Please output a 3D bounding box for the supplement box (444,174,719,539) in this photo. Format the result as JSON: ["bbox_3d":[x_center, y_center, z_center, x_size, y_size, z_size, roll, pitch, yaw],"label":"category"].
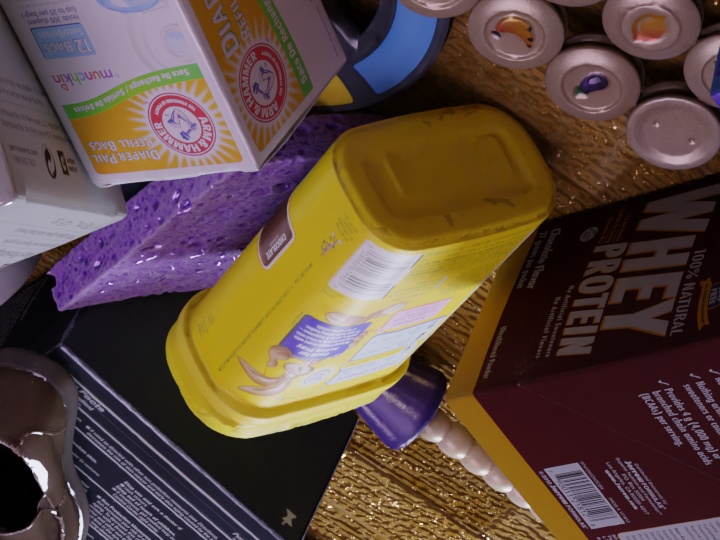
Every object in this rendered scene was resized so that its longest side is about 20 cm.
[{"bbox_3d":[0.193,0.068,1.288,0.200,0.133,0.197,-15,125,38],"label":"supplement box"}]

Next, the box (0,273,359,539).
[{"bbox_3d":[-0.145,0.099,1.503,0.200,0.123,0.198,43,138,-19],"label":"box"}]

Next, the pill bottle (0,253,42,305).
[{"bbox_3d":[-0.279,-0.064,1.402,0.115,0.116,0.200,-10,129,35],"label":"pill bottle"}]

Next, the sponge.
[{"bbox_3d":[-0.081,-0.032,1.341,0.200,0.111,0.030,-35,69,47],"label":"sponge"}]

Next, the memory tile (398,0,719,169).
[{"bbox_3d":[0.123,-0.136,1.168,0.200,0.017,0.153,30,135,-16],"label":"memory tile"}]

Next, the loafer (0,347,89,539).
[{"bbox_3d":[-0.209,0.130,1.422,0.073,0.071,0.200,16,138,13],"label":"loafer"}]

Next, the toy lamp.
[{"bbox_3d":[0.076,0.116,1.462,0.200,0.058,0.058,37,139,-16],"label":"toy lamp"}]

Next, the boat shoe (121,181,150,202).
[{"bbox_3d":[-0.177,-0.071,1.360,0.200,0.091,0.071,36,139,-13],"label":"boat shoe"}]

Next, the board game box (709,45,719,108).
[{"bbox_3d":[0.290,-0.078,1.130,0.200,0.045,0.152,-24,120,34],"label":"board game box"}]

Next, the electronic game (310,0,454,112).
[{"bbox_3d":[-0.046,-0.160,1.234,0.199,0.042,0.200,15,139,13],"label":"electronic game"}]

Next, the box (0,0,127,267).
[{"bbox_3d":[-0.229,-0.099,1.196,0.130,0.199,0.201,-20,86,9],"label":"box"}]

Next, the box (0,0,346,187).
[{"bbox_3d":[-0.106,-0.152,1.172,0.112,0.101,0.200,-3,125,34],"label":"box"}]

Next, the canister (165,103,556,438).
[{"bbox_3d":[0.000,0.000,1.308,0.200,0.148,0.087,-47,64,46],"label":"canister"}]
